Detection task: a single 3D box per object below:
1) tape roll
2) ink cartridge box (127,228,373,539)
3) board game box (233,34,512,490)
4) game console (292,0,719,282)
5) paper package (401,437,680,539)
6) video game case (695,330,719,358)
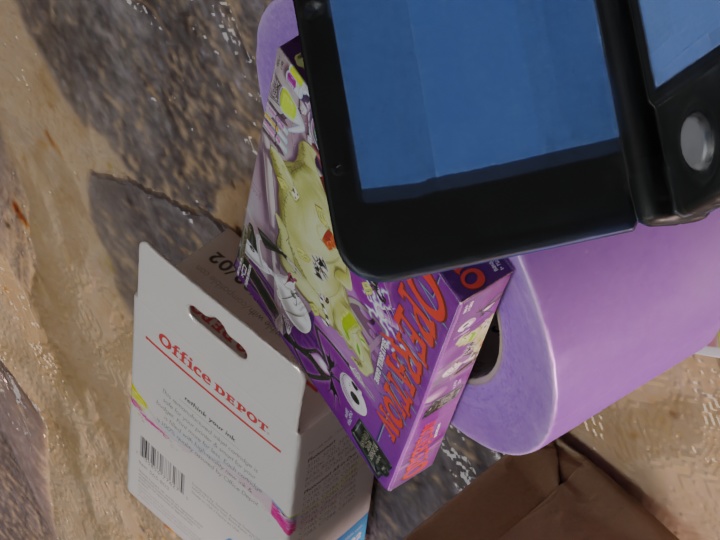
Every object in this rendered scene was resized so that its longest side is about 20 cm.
[{"bbox_3d":[0.048,-0.035,1.063,0.200,0.085,0.200,50,158,29],"label":"tape roll"},{"bbox_3d":[-0.051,0.064,1.348,0.115,0.068,0.200,38,146,24],"label":"ink cartridge box"},{"bbox_3d":[0.000,0.000,1.069,0.120,0.032,0.200,50,159,15],"label":"board game box"},{"bbox_3d":[0.057,-0.113,0.909,0.171,0.118,0.201,144,117,-67],"label":"game console"},{"bbox_3d":[0.045,0.207,1.240,0.103,0.191,0.200,37,146,26],"label":"paper package"},{"bbox_3d":[0.174,-0.021,1.013,0.200,0.018,0.143,10,127,49],"label":"video game case"}]
